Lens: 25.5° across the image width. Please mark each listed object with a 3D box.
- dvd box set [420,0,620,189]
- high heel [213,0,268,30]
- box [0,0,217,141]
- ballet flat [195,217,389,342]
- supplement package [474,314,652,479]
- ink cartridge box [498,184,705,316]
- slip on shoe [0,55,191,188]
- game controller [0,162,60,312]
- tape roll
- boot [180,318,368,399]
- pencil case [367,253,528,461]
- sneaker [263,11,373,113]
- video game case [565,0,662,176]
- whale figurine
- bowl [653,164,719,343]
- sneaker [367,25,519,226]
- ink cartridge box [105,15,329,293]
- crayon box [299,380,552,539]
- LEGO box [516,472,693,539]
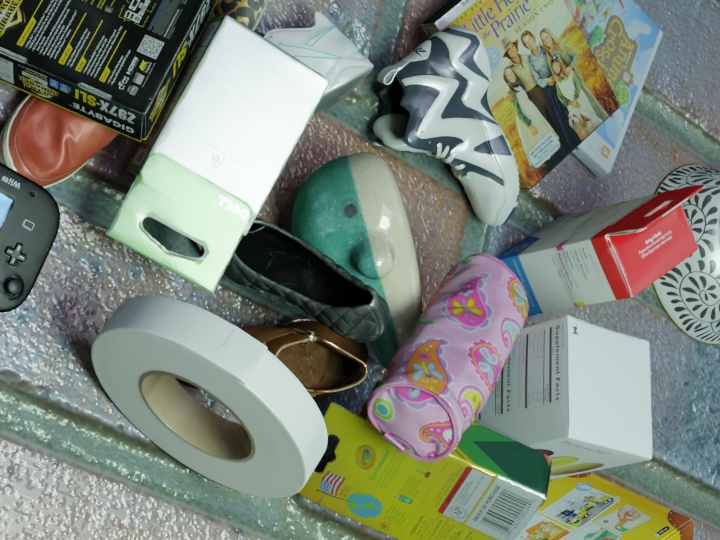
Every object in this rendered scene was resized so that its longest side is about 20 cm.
[{"bbox_3d":[0.164,-0.205,1.593,0.146,0.029,0.201,-40,112,-21],"label":"dvd box set"},{"bbox_3d":[-0.141,-0.293,1.362,0.142,0.071,0.202,27,50,-39],"label":"high heel"},{"bbox_3d":[-0.203,-0.222,1.275,0.158,0.049,0.201,22,65,2],"label":"box"},{"bbox_3d":[-0.057,-0.007,1.331,0.067,0.199,0.057,-50,157,-29],"label":"ballet flat"},{"bbox_3d":[0.154,0.124,1.442,0.113,0.199,0.111,16,66,-35],"label":"supplement package"},{"bbox_3d":[0.240,-0.018,1.541,0.116,0.199,0.068,-31,101,-37],"label":"ink cartridge box"},{"bbox_3d":[-0.213,-0.134,1.290,0.200,0.061,0.075,-41,109,-34],"label":"slip on shoe"},{"bbox_3d":[-0.322,-0.050,1.192,0.199,0.042,0.105,31,83,-31],"label":"game controller"},{"bbox_3d":[-0.118,0.100,1.235,0.203,0.202,0.037,48,58,-22],"label":"tape roll"},{"bbox_3d":[-0.039,0.078,1.329,0.198,0.154,0.075,-5,90,-38],"label":"boot"},{"bbox_3d":[0.077,0.071,1.333,0.088,0.087,0.200,55,37,-17],"label":"pencil case"},{"bbox_3d":[-0.079,-0.163,1.407,0.200,0.070,0.081,-36,88,-39],"label":"sneaker"},{"bbox_3d":[0.233,-0.232,1.687,0.182,0.022,0.201,39,60,-27],"label":"video game case"},{"bbox_3d":[0.000,0.000,1.401,0.103,0.159,0.202,-13,90,2],"label":"whale figurine"},{"bbox_3d":[0.415,-0.024,1.751,0.199,0.094,0.203,7,79,-38],"label":"bowl"},{"bbox_3d":[0.071,-0.119,1.510,0.129,0.079,0.201,-24,120,-19],"label":"sneaker"},{"bbox_3d":[-0.120,-0.095,1.297,0.103,0.059,0.201,30,86,-19],"label":"ink cartridge box"},{"bbox_3d":[0.049,0.175,1.371,0.198,0.127,0.051,25,41,-5],"label":"crayon box"},{"bbox_3d":[0.191,0.275,1.476,0.199,0.148,0.078,-23,121,-38],"label":"LEGO box"}]
